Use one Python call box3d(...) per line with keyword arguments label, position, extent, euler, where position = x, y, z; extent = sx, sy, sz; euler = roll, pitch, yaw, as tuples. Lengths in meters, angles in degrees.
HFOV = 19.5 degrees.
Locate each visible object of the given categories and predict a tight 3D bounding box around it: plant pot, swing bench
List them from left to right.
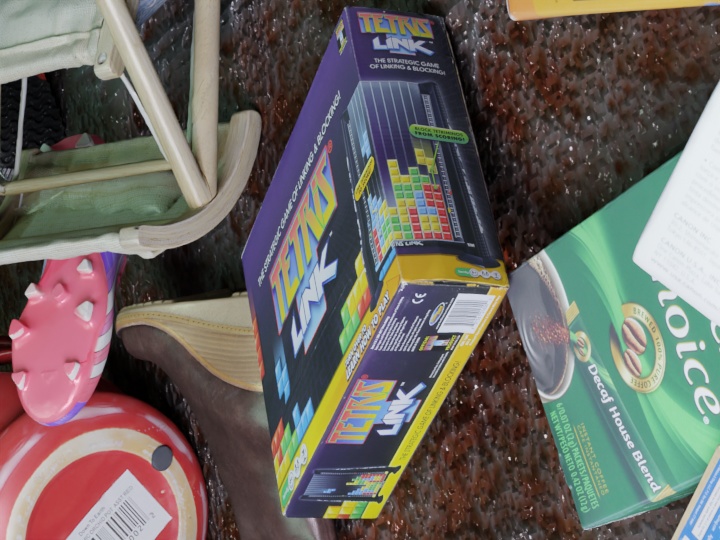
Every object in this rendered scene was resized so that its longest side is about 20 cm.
box3d(label="plant pot", position=(-0.212, 0.150, 1.356), extent=(0.182, 0.200, 0.201), euler=(10, 108, 54))
box3d(label="swing bench", position=(-0.172, -0.105, 1.203), extent=(0.198, 0.130, 0.201), euler=(-5, 99, 38))

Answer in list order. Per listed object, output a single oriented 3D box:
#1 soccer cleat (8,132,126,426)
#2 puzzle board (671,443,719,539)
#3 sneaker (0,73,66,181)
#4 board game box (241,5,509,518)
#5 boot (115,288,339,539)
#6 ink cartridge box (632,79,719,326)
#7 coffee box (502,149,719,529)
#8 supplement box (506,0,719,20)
box3d(label="soccer cleat", position=(-0.172, 0.008, 1.304), extent=(0.066, 0.076, 0.201), euler=(-13, 60, 21))
box3d(label="puzzle board", position=(0.169, 0.177, 0.827), extent=(0.151, 0.017, 0.200), euler=(46, 142, 27))
box3d(label="sneaker", position=(-0.259, -0.161, 1.455), extent=(0.093, 0.070, 0.201), euler=(18, 118, 52))
box3d(label="board game box", position=(0.000, 0.000, 1.020), extent=(0.200, 0.056, 0.166), euler=(115, 150, -48))
box3d(label="boot", position=(-0.079, 0.096, 1.220), extent=(0.200, 0.072, 0.167), euler=(-5, 94, 58))
box3d(label="ink cartridge box", position=(0.193, -0.037, 0.663), extent=(0.162, 0.050, 0.200), euler=(38, 127, 19))
box3d(label="coffee box", position=(0.134, 0.022, 0.838), extent=(0.200, 0.044, 0.123), euler=(-36, 68, 59))
box3d(label="supplement box", position=(0.130, -0.130, 0.770), extent=(0.200, 0.066, 0.069), euler=(5, 104, 61))
